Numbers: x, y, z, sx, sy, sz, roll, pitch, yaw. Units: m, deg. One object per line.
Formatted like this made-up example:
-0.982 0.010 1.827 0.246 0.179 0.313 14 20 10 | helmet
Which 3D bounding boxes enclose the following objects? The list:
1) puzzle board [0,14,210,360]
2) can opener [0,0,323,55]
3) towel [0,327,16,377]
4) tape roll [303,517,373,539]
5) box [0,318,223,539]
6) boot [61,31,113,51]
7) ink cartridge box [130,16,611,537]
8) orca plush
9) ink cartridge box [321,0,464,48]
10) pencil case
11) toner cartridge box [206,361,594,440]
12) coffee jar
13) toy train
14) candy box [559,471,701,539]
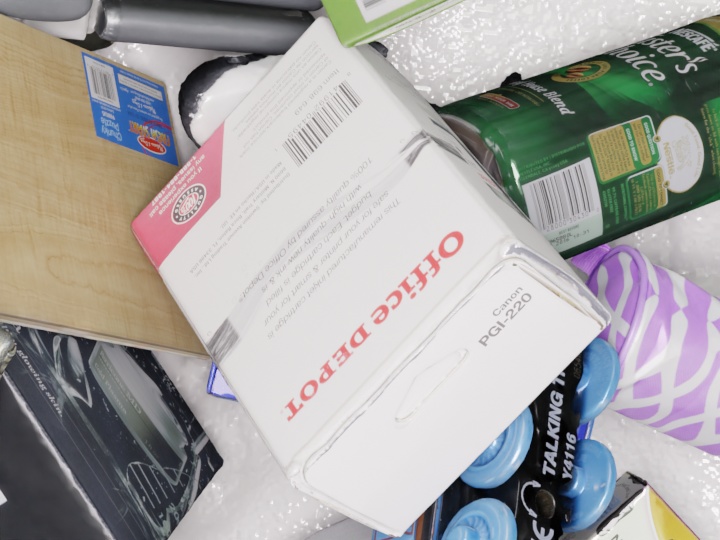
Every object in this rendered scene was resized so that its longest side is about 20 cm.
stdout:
-0.135 -0.038 1.033 0.017 0.200 0.151 -18 75 22 | puzzle board
-0.110 -0.130 1.062 0.200 0.066 0.053 2 121 -23 | can opener
-0.261 0.082 0.922 0.192 0.035 0.200 22 92 9 | towel
0.017 0.219 1.065 0.200 0.200 0.066 -42 137 -2 | tape roll
-0.182 0.065 1.032 0.124 0.197 0.200 -32 95 10 | box
-0.098 -0.171 1.113 0.200 0.077 0.139 6 111 -12 | boot
0.000 0.000 0.997 0.146 0.200 0.085 -47 133 10 | ink cartridge box
-0.009 -0.090 1.112 0.200 0.071 0.105 -9 130 -24 | orca plush
0.025 -0.201 1.065 0.076 0.200 0.148 -22 95 22 | ink cartridge box
0.198 0.054 1.105 0.200 0.084 0.086 23 52 -23 | pencil case
0.026 0.040 1.132 0.200 0.043 0.095 14 92 -4 | toner cartridge box
0.143 -0.069 1.092 0.200 0.104 0.085 -19 108 -16 | coffee jar
0.057 0.098 1.022 0.087 0.114 0.200 29 56 -33 | toy train
0.118 0.223 1.137 0.200 0.061 0.136 -43 94 -2 | candy box
